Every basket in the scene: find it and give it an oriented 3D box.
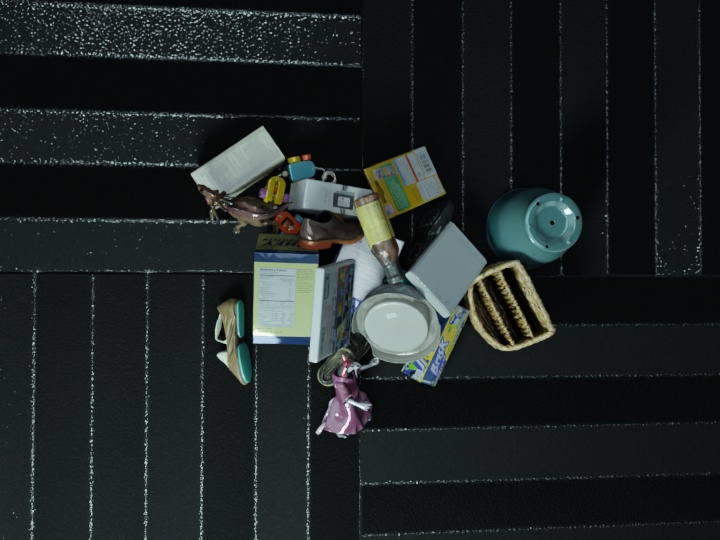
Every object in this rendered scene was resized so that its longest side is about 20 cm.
[{"bbox_3d":[0.334,0.088,1.619,0.143,0.149,0.200,-27,93,-6],"label":"basket"}]

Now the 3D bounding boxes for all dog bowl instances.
[{"bbox_3d":[0.082,0.115,1.552,0.200,0.059,0.200,5,125,7],"label":"dog bowl"}]

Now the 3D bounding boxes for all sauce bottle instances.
[{"bbox_3d":[0.045,-0.068,1.506,0.066,0.066,0.200,-19,89,-6],"label":"sauce bottle"}]

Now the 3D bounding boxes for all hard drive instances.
[{"bbox_3d":[0.197,-0.005,1.555,0.132,0.026,0.200,47,51,-7],"label":"hard drive"}]

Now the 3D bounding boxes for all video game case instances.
[{"bbox_3d":[-0.059,0.082,1.494,0.023,0.182,0.200,8,99,20],"label":"video game case"}]

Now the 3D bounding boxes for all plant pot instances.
[{"bbox_3d":[0.416,-0.105,1.611,0.200,0.188,0.200,0,89,-6],"label":"plant pot"}]

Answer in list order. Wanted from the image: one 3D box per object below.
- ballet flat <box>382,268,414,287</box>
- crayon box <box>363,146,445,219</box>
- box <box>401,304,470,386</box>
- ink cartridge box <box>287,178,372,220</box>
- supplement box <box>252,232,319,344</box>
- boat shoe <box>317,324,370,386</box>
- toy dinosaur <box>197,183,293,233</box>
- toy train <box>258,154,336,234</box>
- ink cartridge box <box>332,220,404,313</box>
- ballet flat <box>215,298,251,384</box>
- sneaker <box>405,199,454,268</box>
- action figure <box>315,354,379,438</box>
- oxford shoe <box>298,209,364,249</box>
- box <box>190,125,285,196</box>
[{"bbox_3d":[0.123,0.040,1.617,0.200,0.068,0.068,26,57,-46],"label":"ballet flat"},{"bbox_3d":[0.093,-0.200,1.602,0.200,0.052,0.126,-26,92,-36],"label":"crayon box"},{"bbox_3d":[0.177,0.166,1.621,0.070,0.064,0.200,24,92,-48],"label":"box"},{"bbox_3d":[-0.052,-0.157,1.573,0.200,0.116,0.067,7,89,-24],"label":"ink cartridge box"},{"bbox_3d":[-0.164,0.035,1.516,0.134,0.200,0.200,2,105,-6],"label":"supplement box"},{"bbox_3d":[-0.025,0.191,1.617,0.073,0.065,0.200,36,84,-3],"label":"boat shoe"},{"bbox_3d":[-0.253,-0.132,1.499,0.200,0.136,0.086,5,83,22],"label":"toy dinosaur"},{"bbox_3d":[-0.156,-0.175,1.619,0.150,0.056,0.200,40,79,-21],"label":"toy train"},{"bbox_3d":[0.000,0.000,1.618,0.136,0.076,0.200,23,85,-5],"label":"ink cartridge box"},{"bbox_3d":[-0.299,0.166,1.593,0.072,0.068,0.200,-8,90,14],"label":"ballet flat"},{"bbox_3d":[0.180,-0.075,1.645,0.091,0.076,0.200,34,74,-28],"label":"sneaker"},{"bbox_3d":[-0.033,0.273,1.581,0.149,0.134,0.200,-1,120,16],"label":"action figure"},{"bbox_3d":[-0.053,-0.095,1.495,0.071,0.200,0.073,15,110,34],"label":"oxford shoe"},{"bbox_3d":[-0.280,-0.236,1.590,0.200,0.078,0.095,-34,93,-6],"label":"box"}]
